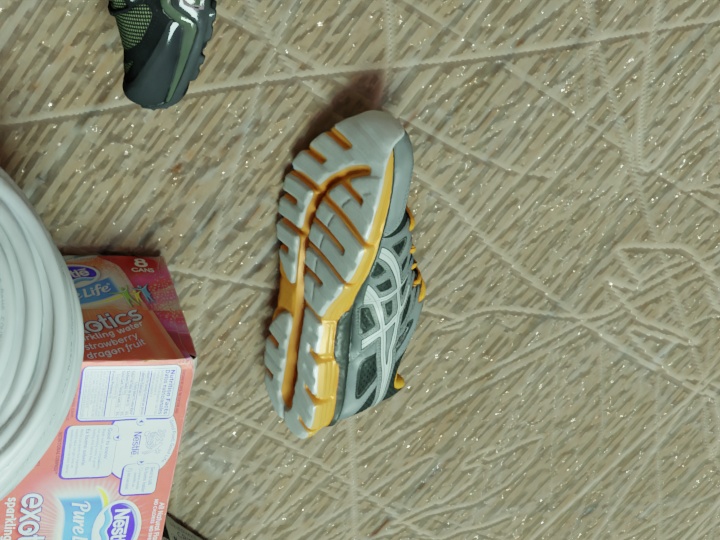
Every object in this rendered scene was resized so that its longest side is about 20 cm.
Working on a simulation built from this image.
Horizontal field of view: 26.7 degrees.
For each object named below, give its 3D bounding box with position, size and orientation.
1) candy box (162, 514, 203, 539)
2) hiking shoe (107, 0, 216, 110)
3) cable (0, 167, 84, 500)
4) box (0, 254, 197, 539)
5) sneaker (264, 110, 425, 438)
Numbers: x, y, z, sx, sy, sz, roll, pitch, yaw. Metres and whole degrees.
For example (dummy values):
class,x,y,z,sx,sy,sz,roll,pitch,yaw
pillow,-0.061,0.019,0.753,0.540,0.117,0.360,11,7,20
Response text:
class,x,y,z,sx,sy,sz,roll,pitch,yaw
candy box,-0.131,0.258,0.885,0.136,0.200,0.061,-38,129,9
hiking shoe,-0.114,-0.167,0.666,0.100,0.076,0.201,-2,117,-8
cable,-0.226,0.034,0.692,0.200,0.199,0.069,-53,168,-10
box,-0.158,0.097,0.823,0.102,0.095,0.201,0,126,-20
sneaker,0.000,0.000,0.829,0.077,0.078,0.201,-10,133,-29
